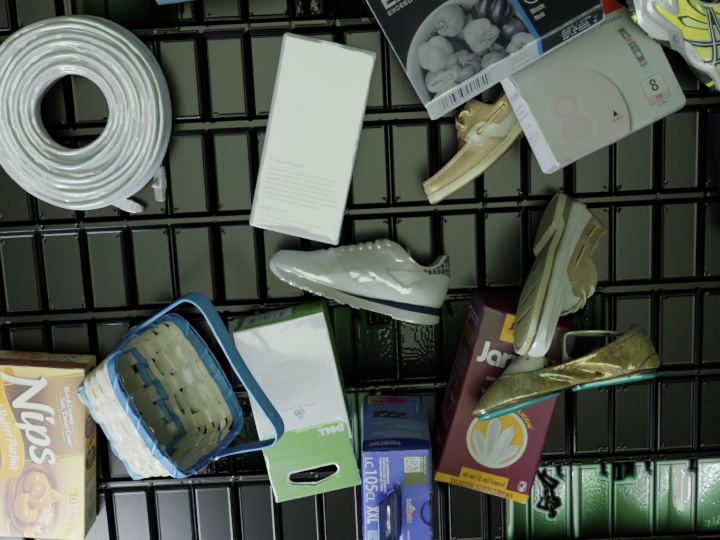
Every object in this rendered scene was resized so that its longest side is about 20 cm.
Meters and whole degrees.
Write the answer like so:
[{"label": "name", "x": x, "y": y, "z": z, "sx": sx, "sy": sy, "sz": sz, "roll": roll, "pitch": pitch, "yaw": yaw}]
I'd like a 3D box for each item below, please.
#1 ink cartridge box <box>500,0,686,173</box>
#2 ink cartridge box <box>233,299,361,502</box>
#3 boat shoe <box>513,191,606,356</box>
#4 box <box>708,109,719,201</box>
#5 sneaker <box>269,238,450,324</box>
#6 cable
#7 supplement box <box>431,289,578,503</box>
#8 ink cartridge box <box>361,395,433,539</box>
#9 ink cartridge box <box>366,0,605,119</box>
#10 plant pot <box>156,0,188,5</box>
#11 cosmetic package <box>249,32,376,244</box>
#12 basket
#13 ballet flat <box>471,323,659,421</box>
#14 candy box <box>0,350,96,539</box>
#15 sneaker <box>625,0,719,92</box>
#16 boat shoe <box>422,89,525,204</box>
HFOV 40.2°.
[{"label": "ink cartridge box", "x": 0.214, "y": -0.221, "z": 0.992, "sx": 0.161, "sy": 0.057, "sz": 0.202, "roll": -26, "pitch": 92, "yaw": -12}, {"label": "ink cartridge box", "x": -0.067, "y": 0.144, "z": 1.094, "sx": 0.102, "sy": 0.059, "sz": 0.203, "roll": -12, "pitch": 101, "yaw": 2}, {"label": "boat shoe", "x": 0.211, "y": 0.007, "z": 1.016, "sx": 0.068, "sy": 0.075, "sz": 0.202, "roll": 24, "pitch": 58, "yaw": -3}, {"label": "box", "x": 0.486, "y": -0.118, "z": 1.040, "sx": 0.196, "sy": 0.079, "sz": 0.144, "roll": -12, "pitch": 104, "yaw": 2}, {"label": "sneaker", "x": 0.000, "y": 0.000, "z": 1.067, "sx": 0.197, "sy": 0.076, "sz": 0.082, "roll": 14, "pitch": 93, "yaw": -11}, {"label": "cable", "x": -0.297, "y": -0.164, "z": 1.027, "sx": 0.196, "sy": 0.069, "sz": 0.204, "roll": 7, "pitch": 101, "yaw": -2}, {"label": "supplement box", "x": 0.154, "y": 0.137, "z": 1.082, "sx": 0.109, "sy": 0.086, "sz": 0.203, "roll": 14, "pitch": 100, "yaw": -3}, {"label": "ink cartridge box", "x": 0.038, "y": 0.228, "z": 1.040, "sx": 0.075, "sy": 0.200, "sz": 0.139, "roll": -2, "pitch": 101, "yaw": 0}, {"label": "ink cartridge box", "x": 0.109, "y": -0.282, "z": 0.977, "sx": 0.196, "sy": 0.043, "sz": 0.202, "roll": -29, "pitch": 69, "yaw": 5}, {"label": "plant pot", "x": -0.108, "y": -0.365, "z": 0.935, "sx": 0.196, "sy": 0.196, "sz": 0.199, "roll": -5, "pitch": 101, "yaw": -8}, {"label": "cosmetic package", "x": -0.050, "y": -0.138, "z": 1.034, "sx": 0.100, "sy": 0.074, "sz": 0.203, "roll": 12, "pitch": 99, "yaw": -3}, {"label": "basket", "x": -0.190, "y": 0.124, "z": 1.034, "sx": 0.198, "sy": 0.139, "sz": 0.178, "roll": -20, "pitch": 104, "yaw": 39}, {"label": "ballet flat", "x": 0.203, "y": 0.100, "z": 1.005, "sx": 0.197, "sy": 0.071, "sz": 0.072, "roll": -15, "pitch": 101, "yaw": 1}, {"label": "candy box", "x": -0.359, "y": 0.196, "z": 1.103, "sx": 0.113, "sy": 0.055, "sz": 0.204, "roll": 3, "pitch": 100, "yaw": -1}, {"label": "sneaker", "x": 0.357, "y": -0.244, "z": 0.987, "sx": 0.198, "sy": 0.076, "sz": 0.077, "roll": 22, "pitch": 57, "yaw": -28}, {"label": "boat shoe", "x": 0.134, "y": -0.153, "z": 1.037, "sx": 0.200, "sy": 0.074, "sz": 0.067, "roll": -43, "pitch": 94, "yaw": -4}]
